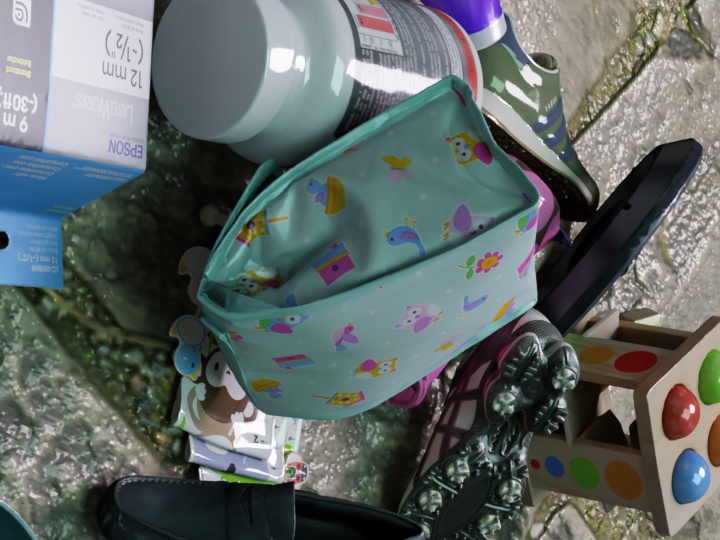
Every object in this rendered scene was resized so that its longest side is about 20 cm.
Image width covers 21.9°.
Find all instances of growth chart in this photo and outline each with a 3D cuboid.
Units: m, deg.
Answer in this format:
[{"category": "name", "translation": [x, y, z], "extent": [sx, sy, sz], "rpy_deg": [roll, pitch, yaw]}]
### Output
[{"category": "growth chart", "translation": [-0.070, 0.063, 1.191], "extent": [0.144, 0.018, 0.202], "rpy_deg": [6, 90, -50]}]

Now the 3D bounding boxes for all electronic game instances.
[{"category": "electronic game", "translation": [0.185, -0.017, 1.379], "extent": [0.042, 0.200, 0.200], "rpy_deg": [39, 58, -1]}]

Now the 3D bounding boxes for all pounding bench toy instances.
[{"category": "pounding bench toy", "translation": [0.230, 0.093, 1.451], "extent": [0.200, 0.155, 0.125], "rpy_deg": [-36, 122, -42]}]

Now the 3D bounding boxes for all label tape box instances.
[{"category": "label tape box", "translation": [-0.173, -0.093, 0.973], "extent": [0.143, 0.066, 0.202], "rpy_deg": [7, 83, -62]}]

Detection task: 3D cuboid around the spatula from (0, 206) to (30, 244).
[{"category": "spatula", "translation": [-0.215, -0.101, 0.984], "extent": [0.057, 0.020, 0.201], "rpy_deg": [-48, 131, -43]}]

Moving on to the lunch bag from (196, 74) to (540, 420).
[{"category": "lunch bag", "translation": [0.000, 0.000, 1.113], "extent": [0.199, 0.122, 0.171], "rpy_deg": [-29, 157, -7]}]

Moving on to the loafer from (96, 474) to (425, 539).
[{"category": "loafer", "translation": [-0.058, 0.153, 1.118], "extent": [0.199, 0.068, 0.071], "rpy_deg": [15, 127, -15]}]

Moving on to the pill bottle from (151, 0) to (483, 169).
[{"category": "pill bottle", "translation": [-0.024, -0.118, 1.140], "extent": [0.199, 0.115, 0.117], "rpy_deg": [4, 93, -51]}]

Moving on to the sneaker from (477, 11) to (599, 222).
[{"category": "sneaker", "translation": [0.129, -0.115, 1.364], "extent": [0.200, 0.067, 0.091], "rpy_deg": [37, 66, -48]}]

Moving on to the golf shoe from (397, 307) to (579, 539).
[{"category": "golf shoe", "translation": [0.086, 0.117, 1.327], "extent": [0.077, 0.088, 0.201], "rpy_deg": [25, 109, -22]}]

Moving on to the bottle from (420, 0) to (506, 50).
[{"category": "bottle", "translation": [0.048, -0.242, 1.233], "extent": [0.065, 0.083, 0.201], "rpy_deg": [-46, 128, -36]}]

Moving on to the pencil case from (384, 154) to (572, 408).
[{"category": "pencil case", "translation": [0.063, 0.009, 1.296], "extent": [0.200, 0.090, 0.094], "rpy_deg": [-45, 162, -34]}]

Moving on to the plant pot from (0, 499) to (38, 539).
[{"category": "plant pot", "translation": [-0.260, 0.186, 0.887], "extent": [0.199, 0.134, 0.202], "rpy_deg": [-12, 105, -49]}]
